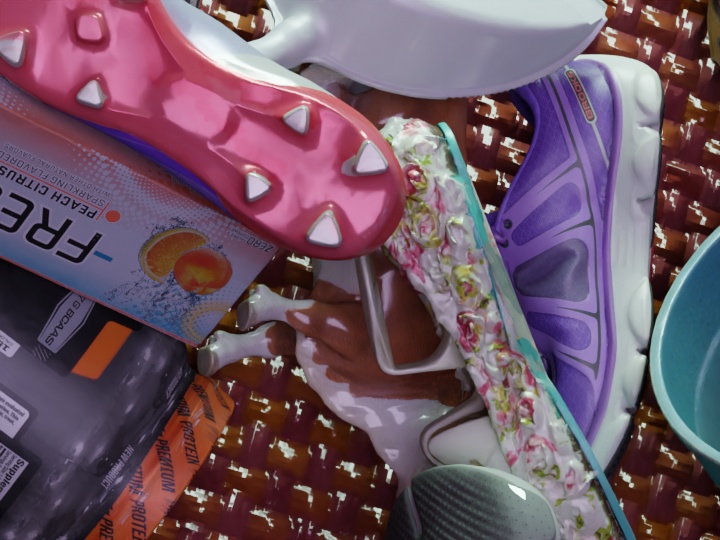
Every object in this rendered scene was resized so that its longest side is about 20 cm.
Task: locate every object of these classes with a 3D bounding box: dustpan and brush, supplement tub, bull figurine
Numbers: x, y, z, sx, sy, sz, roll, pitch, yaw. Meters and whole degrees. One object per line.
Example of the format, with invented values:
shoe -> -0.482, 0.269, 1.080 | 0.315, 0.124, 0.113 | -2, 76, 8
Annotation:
dustpan and brush -> -0.005, -0.107, 0.738 | 0.140, 0.057, 0.199 | 44, 37, 17
supplement tub -> -0.155, 0.029, 0.716 | 0.200, 0.122, 0.123 | 38, 82, -7
bull figurine -> 0.000, 0.000, 0.769 | 0.120, 0.065, 0.202 | 6, 82, -29

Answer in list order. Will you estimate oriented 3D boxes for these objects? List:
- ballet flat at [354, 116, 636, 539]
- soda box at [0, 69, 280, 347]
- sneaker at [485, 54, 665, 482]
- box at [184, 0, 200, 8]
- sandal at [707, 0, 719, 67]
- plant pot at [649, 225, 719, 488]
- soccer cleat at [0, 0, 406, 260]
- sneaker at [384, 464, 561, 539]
ballet flat -> 0.042, 0.038, 0.721 | 0.063, 0.076, 0.201 | -25, 91, -4
soda box -> -0.126, -0.050, 0.666 | 0.199, 0.069, 0.064 | 27, 124, -25
sneaker -> 0.086, 0.007, 0.796 | 0.083, 0.081, 0.202 | 3, 80, 7
box -> -0.155, -0.157, 0.698 | 0.198, 0.060, 0.118 | 5, 64, -10
sandal -> 0.189, -0.092, 0.817 | 0.054, 0.082, 0.201 | -28, 100, 12
plant pot -> 0.246, 0.074, 0.748 | 0.200, 0.200, 0.189 | -38, 121, -9
soccer cleat -> -0.070, -0.070, 0.645 | 0.199, 0.076, 0.067 | 35, 88, 1
sneaker -> 0.045, 0.130, 0.722 | 0.079, 0.201, 0.071 | 5, 61, -16
